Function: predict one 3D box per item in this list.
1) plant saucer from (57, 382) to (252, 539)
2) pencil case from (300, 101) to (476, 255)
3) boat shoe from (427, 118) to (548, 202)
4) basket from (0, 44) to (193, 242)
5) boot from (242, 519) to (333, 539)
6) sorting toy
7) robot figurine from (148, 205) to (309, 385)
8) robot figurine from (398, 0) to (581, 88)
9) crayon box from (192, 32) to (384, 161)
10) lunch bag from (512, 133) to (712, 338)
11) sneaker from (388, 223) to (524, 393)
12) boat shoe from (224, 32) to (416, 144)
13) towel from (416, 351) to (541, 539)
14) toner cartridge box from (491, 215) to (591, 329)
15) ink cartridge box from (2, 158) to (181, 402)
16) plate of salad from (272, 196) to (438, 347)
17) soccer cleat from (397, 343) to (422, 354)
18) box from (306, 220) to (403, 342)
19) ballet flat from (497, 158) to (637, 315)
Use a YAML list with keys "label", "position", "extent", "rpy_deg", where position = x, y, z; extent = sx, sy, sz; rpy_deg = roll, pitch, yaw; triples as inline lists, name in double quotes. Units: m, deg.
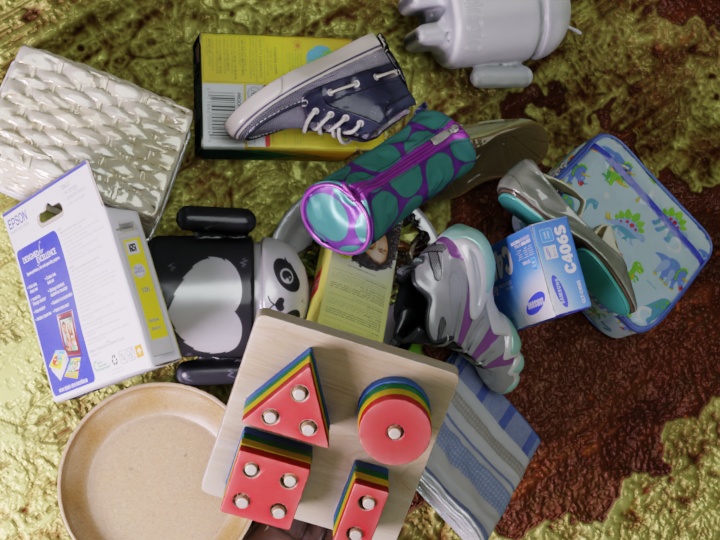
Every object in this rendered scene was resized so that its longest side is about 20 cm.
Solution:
- label: "plant saucer"
  position: [-0.199, 0.213, 1.507]
  extent: [0.199, 0.035, 0.201]
  rpy_deg: [1, 73, -3]
- label: "pencil case"
  position: [0.030, -0.092, 1.516]
  extent: [0.085, 0.092, 0.200]
  rpy_deg: [47, 48, 5]
- label: "boat shoe"
  position: [0.104, -0.127, 1.655]
  extent: [0.200, 0.063, 0.073]
  rpy_deg: [-18, 113, -13]
- label: "basket"
  position: [-0.274, -0.128, 1.514]
  extent: [0.199, 0.123, 0.136]
  rpy_deg: [21, 77, -12]
- label: "boot"
  position: [-0.058, 0.332, 1.534]
  extent: [0.200, 0.064, 0.187]
  rpy_deg: [33, 76, -13]
- label: "sorting toy"
  position: [-0.031, 0.162, 1.428]
  extent: [0.199, 0.070, 0.199]
  rpy_deg: [17, 111, -6]
- label: "robot figurine"
  position: [-0.151, 0.026, 1.513]
  extent: [0.199, 0.151, 0.125]
  rpy_deg: [0, 52, -5]
- label: "robot figurine"
  position: [0.145, -0.282, 1.659]
  extent: [0.199, 0.113, 0.170]
  rpy_deg: [-9, 93, -16]
- label: "crayon box"
  position: [-0.076, -0.183, 1.615]
  extent: [0.199, 0.051, 0.127]
  rpy_deg: [1, 81, -15]
- label: "lunch bag"
  position: [0.280, -0.041, 1.675]
  extent: [0.161, 0.082, 0.200]
  rpy_deg: [-44, 95, -20]
- label: "sneaker"
  position: [0.084, 0.065, 1.554]
  extent: [0.140, 0.078, 0.201]
  rpy_deg: [-32, 116, -25]
- label: "boat shoe"
  position: [-0.035, -0.164, 1.557]
  extent: [0.200, 0.075, 0.093]
  rpy_deg: [-31, 83, -18]
- label: "towel"
  position: [0.111, 0.180, 1.565]
  extent: [0.147, 0.024, 0.200]
  rpy_deg: [48, 38, -5]
- label: "toner cartridge box"
  position: [0.172, 0.010, 1.573]
  extent: [0.043, 0.200, 0.095]
  rpy_deg: [-14, 84, -16]
- label: "ink cartridge box"
  position: [-0.262, 0.013, 1.458]
  extent: [0.047, 0.197, 0.201]
  rpy_deg: [-11, 84, -39]
- label: "plate of salad"
  position: [0.000, 0.000, 1.608]
  extent: [0.199, 0.048, 0.201]
  rpy_deg: [3, 80, -14]
- label: "soccer cleat"
  position: [-0.030, 0.103, 1.565]
  extent: [0.199, 0.068, 0.081]
  rpy_deg: [-4, 100, -17]
- label: "box"
  position: [-0.008, 0.015, 1.514]
  extent: [0.075, 0.050, 0.200]
  rpy_deg: [20, 51, -14]
- label: "ballet flat"
  position: [0.230, -0.039, 1.584]
  extent: [0.200, 0.067, 0.064]
  rpy_deg: [43, 71, -7]
